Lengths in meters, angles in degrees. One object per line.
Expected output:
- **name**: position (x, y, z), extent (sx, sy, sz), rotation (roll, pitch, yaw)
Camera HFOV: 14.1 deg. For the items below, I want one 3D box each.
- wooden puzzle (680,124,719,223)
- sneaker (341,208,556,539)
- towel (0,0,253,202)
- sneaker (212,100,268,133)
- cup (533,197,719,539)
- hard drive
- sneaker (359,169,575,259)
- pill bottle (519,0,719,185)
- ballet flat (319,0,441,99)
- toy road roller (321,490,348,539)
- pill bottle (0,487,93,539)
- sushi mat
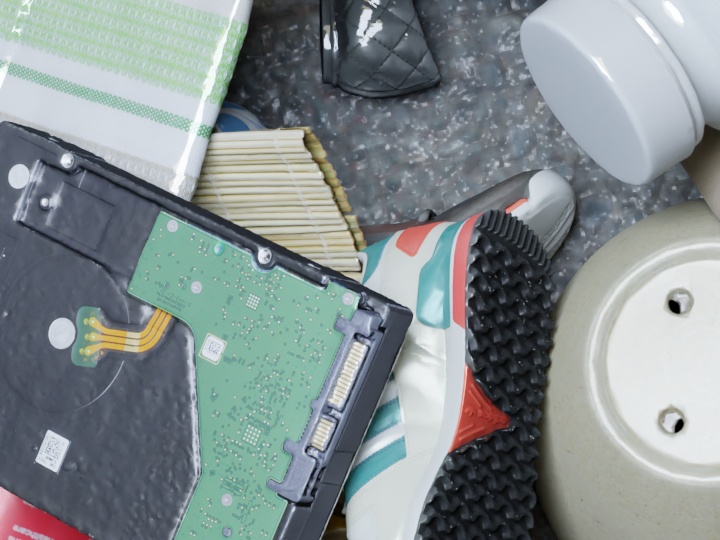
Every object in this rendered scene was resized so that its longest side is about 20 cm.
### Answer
- **wooden puzzle**: position (0.224, -0.093, 1.222), extent (0.200, 0.185, 0.037), rotation (-31, 107, 6)
- **sneaker**: position (0.018, 0.073, 1.192), extent (0.093, 0.070, 0.200), rotation (-4, 69, 42)
- **towel**: position (-0.124, -0.083, 1.245), extent (0.149, 0.031, 0.200), rotation (17, 89, 33)
- **sneaker**: position (-0.137, -0.039, 1.347), extent (0.200, 0.072, 0.072), rotation (-15, 75, 12)
- **cup**: position (0.155, 0.051, 1.211), extent (0.200, 0.143, 0.201), rotation (-3, 75, 13)
- **hard drive**: position (-0.089, 0.039, 1.176), extent (0.200, 0.038, 0.140), rotation (25, 95, 29)
- **sneaker**: position (0.000, 0.000, 1.302), extent (0.200, 0.077, 0.082), rotation (-32, 65, 5)
- **pill bottle**: position (0.165, -0.124, 1.159), extent (0.200, 0.111, 0.111), rotation (-37, 70, -12)
- **ballet flat**: position (0.011, -0.177, 1.353), extent (0.057, 0.066, 0.200), rotation (2, 82, -3)
- **toy road roller**: position (-0.022, 0.163, 1.244), extent (0.123, 0.146, 0.200), rotation (19, 53, -1)
- **pill bottle**: position (-0.160, 0.118, 1.290), extent (0.112, 0.112, 0.200), rotation (19, 86, 18)
- **sushi mat**: position (-0.090, -0.021, 1.275), extent (0.200, 0.096, 0.012), rotation (-1, 38, 31)
